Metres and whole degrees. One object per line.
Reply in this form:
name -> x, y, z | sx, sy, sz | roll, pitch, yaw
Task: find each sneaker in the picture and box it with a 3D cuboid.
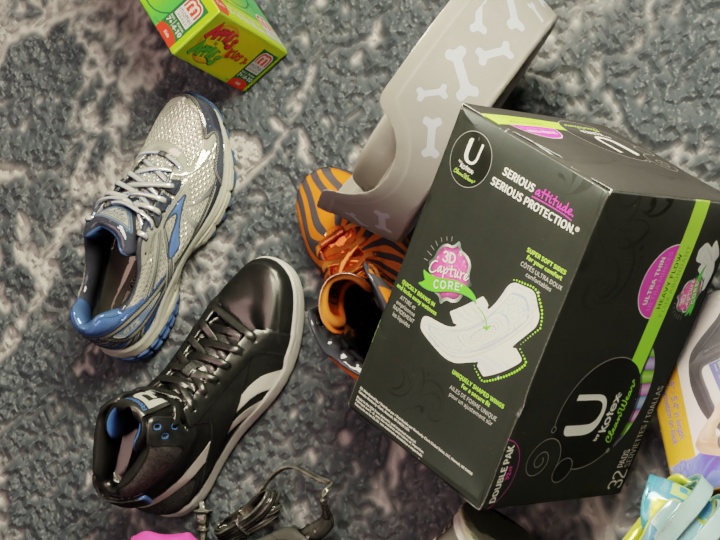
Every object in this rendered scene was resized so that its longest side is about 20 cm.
sneaker -> -0.114, 0.078, 1.189 | 0.073, 0.112, 0.202 | 28, 94, 27
sneaker -> -0.152, -0.035, 1.245 | 0.076, 0.085, 0.202 | 16, 87, 28
sneaker -> 0.000, 0.000, 1.145 | 0.077, 0.112, 0.201 | -41, 62, 14
sneaker -> 0.233, 0.158, 1.000 | 0.199, 0.080, 0.131 | -30, 91, 18

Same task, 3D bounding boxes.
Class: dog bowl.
dog bowl -> 0.052, -0.104, 1.102 | 0.058, 0.200, 0.201 | 35, 97, 2

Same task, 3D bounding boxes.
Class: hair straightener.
hair straightener -> -0.097, 0.191, 1.197 | 0.199, 0.041, 0.077 | -37, 66, 22

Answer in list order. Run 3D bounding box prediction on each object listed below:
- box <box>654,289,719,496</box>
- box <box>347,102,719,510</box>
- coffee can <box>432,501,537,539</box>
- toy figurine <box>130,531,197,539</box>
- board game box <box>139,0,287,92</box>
box -> 0.274, 0.059, 1.041 | 0.198, 0.041, 0.121 | -18, 73, 25
box -> 0.110, 0.021, 1.035 | 0.124, 0.148, 0.202 | 35, 112, 38
coffee can -> 0.050, 0.263, 1.054 | 0.200, 0.146, 0.146 | -48, 64, 10
toy figurine -> -0.134, 0.265, 1.141 | 0.199, 0.149, 0.187 | -9, 80, 55
board game box -> -0.140, -0.231, 1.266 | 0.047, 0.101, 0.201 | -39, 66, 15
